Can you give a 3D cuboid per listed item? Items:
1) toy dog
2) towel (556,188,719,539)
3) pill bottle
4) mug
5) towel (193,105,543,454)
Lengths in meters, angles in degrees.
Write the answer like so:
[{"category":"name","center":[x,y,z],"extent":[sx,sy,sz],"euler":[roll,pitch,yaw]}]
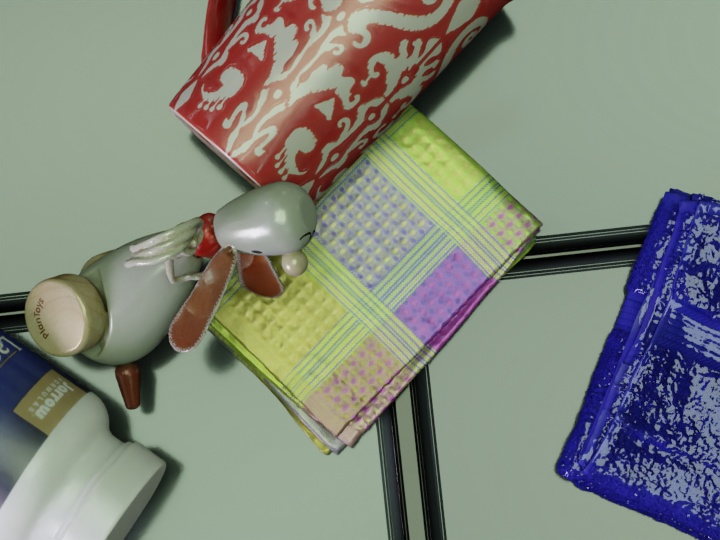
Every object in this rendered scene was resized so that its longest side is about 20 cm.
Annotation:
[{"category":"toy dog","center":[-0.109,0.022,1.551],"extent":[0.132,0.200,0.097],"euler":[-27,95,-39]},{"category":"towel","center":[0.222,0.064,1.596],"extent":[0.147,0.050,0.201],"euler":[22,86,4]},{"category":"pill bottle","center":[-0.226,0.101,1.573],"extent":[0.200,0.116,0.116],"euler":[33,87,3]},{"category":"mug","center":[-0.022,-0.146,1.598],"extent":[0.133,0.177,0.200],"euler":[41,88,-29]},{"category":"towel","center":[0.000,0.000,1.622],"extent":[0.144,0.023,0.200],"euler":[43,87,5]}]
